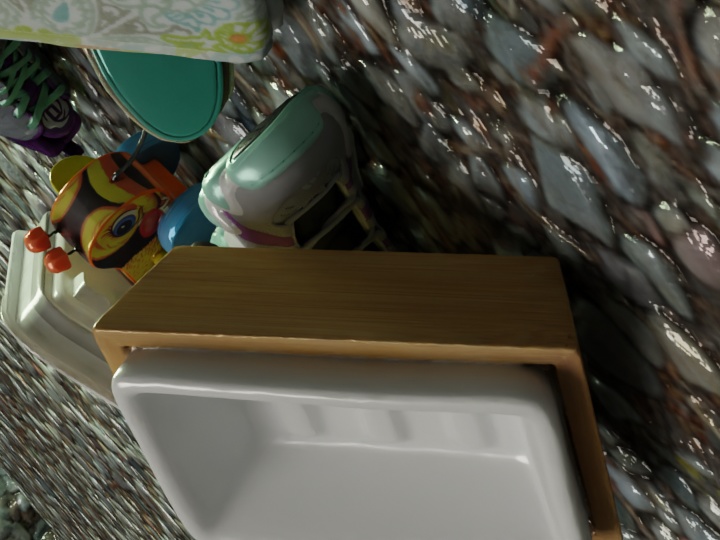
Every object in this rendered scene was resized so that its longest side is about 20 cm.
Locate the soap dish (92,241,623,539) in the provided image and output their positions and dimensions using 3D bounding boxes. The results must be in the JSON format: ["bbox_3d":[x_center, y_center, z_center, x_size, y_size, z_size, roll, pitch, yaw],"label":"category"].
[{"bbox_3d":[0.006,0.057,0.911,0.200,0.081,0.157,2,145,16],"label":"soap dish"}]

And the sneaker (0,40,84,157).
[{"bbox_3d":[-0.203,-0.122,1.261,0.088,0.074,0.200,33,170,9],"label":"sneaker"}]

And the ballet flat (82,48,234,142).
[{"bbox_3d":[-0.112,-0.150,0.969,0.062,0.067,0.200,-100,-14,-59],"label":"ballet flat"}]

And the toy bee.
[{"bbox_3d":[-0.132,-0.032,1.175,0.131,0.109,0.200,36,159,46],"label":"toy bee"}]

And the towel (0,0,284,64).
[{"bbox_3d":[-0.127,-0.156,0.853,0.171,0.048,0.200,5,151,13],"label":"towel"}]

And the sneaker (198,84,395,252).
[{"bbox_3d":[0.000,0.000,0.968,0.140,0.078,0.200,46,173,7],"label":"sneaker"}]

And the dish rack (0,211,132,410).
[{"bbox_3d":[-0.126,0.032,1.266,0.172,0.044,0.200,33,-169,-16],"label":"dish rack"}]
